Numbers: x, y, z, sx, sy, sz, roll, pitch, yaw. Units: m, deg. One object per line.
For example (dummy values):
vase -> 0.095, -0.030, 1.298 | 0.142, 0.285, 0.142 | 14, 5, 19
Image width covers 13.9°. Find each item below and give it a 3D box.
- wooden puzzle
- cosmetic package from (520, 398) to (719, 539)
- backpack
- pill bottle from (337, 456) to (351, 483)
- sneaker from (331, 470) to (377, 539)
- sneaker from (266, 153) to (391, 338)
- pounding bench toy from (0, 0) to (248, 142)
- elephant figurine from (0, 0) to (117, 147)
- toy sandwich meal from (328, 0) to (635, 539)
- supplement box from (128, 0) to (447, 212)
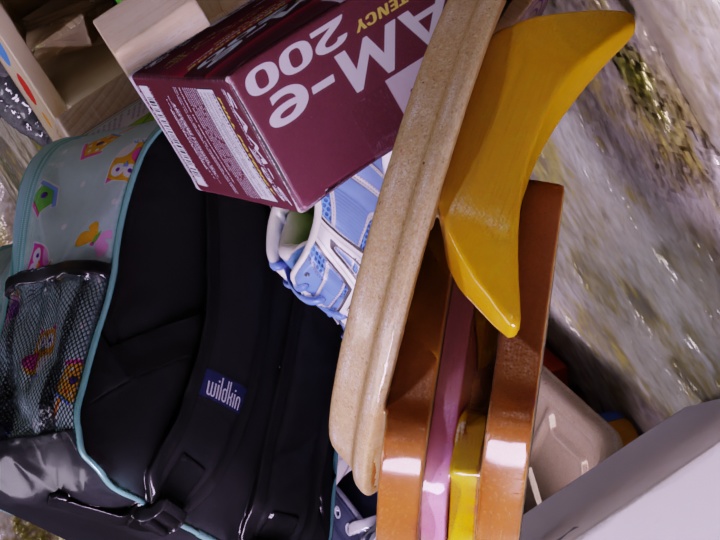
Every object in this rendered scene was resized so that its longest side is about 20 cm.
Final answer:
wooden puzzle -> 0.086, 0.114, 1.328 | 0.200, 0.046, 0.186 | -130, 31, -57
cosmetic package -> 0.146, 0.153, 1.042 | 0.200, 0.123, 0.199 | 55, 170, 1
backpack -> -0.092, 0.033, 1.333 | 0.153, 0.201, 0.176 | -5, 154, 44
pill bottle -> -0.037, 0.100, 1.610 | 0.200, 0.114, 0.114 | 37, -178, -32
sneaker -> 0.031, 0.125, 1.317 | 0.200, 0.070, 0.109 | 125, 128, -72
sneaker -> 0.000, 0.000, 1.299 | 0.076, 0.077, 0.201 | 29, 138, 65
pounding bench toy -> -0.131, -0.154, 1.419 | 0.156, 0.124, 0.200 | 57, 170, 4
elephant figurine -> -0.124, -0.063, 1.590 | 0.200, 0.155, 0.142 | 52, 176, -5
toy sandwich meal -> 0.043, -0.003, 0.975 | 0.070, 0.206, 0.205 | 16, 163, 5
supplement box -> -0.016, -0.079, 1.142 | 0.061, 0.109, 0.200 | 59, 169, -11
